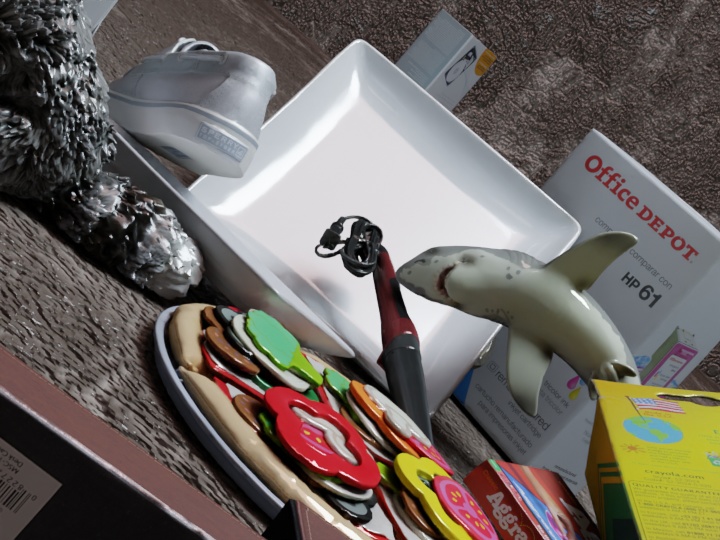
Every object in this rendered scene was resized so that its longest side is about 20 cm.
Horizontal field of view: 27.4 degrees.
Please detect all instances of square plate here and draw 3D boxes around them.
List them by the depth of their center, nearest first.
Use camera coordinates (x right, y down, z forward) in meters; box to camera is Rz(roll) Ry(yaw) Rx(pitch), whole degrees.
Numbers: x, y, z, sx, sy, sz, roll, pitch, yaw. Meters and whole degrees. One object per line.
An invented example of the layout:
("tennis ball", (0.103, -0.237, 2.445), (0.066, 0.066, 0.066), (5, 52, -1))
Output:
("square plate", (0.016, -0.029, 0.926), (0.198, 0.028, 0.200), (41, 53, 4))

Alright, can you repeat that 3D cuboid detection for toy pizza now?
("toy pizza", (-0.006, 0.076, 0.653), (0.200, 0.032, 0.200), (38, 11, -9))

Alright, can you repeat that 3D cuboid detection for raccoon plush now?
("raccoon plush", (-0.122, -0.097, 0.674), (0.200, 0.134, 0.097), (35, 11, -30))

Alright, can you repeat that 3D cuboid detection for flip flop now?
("flip flop", (0.000, 0.000, 0.956), (0.200, 0.058, 0.081), (27, 54, -7))

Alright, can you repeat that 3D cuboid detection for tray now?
("tray", (-0.089, -0.025, 0.769), (0.200, 0.022, 0.107), (43, 1, 29))

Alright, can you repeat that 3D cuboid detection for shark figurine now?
("shark figurine", (0.127, 0.055, 0.872), (0.215, 0.128, 0.090), (59, 5, -10))

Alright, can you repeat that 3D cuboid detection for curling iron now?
("curling iron", (0.013, 0.041, 0.818), (0.049, 0.026, 0.200), (11, 40, -26))

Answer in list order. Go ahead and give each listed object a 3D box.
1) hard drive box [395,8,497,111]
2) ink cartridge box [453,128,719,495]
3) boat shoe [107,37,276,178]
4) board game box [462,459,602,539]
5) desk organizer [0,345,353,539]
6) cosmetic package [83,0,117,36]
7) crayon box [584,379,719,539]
("hard drive box", (0.118, -0.319, 2.459), (0.077, 0.200, 0.156), (45, 11, 18))
("ink cartridge box", (0.152, 0.027, 0.999), (0.085, 0.200, 0.145), (31, 13, -51))
("boat shoe", (-0.103, -0.101, 0.856), (0.072, 0.069, 0.200), (31, -5, -20))
("board game box", (0.128, 0.176, 0.696), (0.200, 0.019, 0.103), (55, 13, 24))
("desk organizer", (-0.056, 0.075, 0.351), (0.200, 0.072, 0.077), (39, 7, -14))
("cosmetic package", (-0.226, -0.188, 0.770), (0.200, 0.108, 0.085), (37, 9, -32))
("crayon box", (0.184, 0.119, 0.739), (0.127, 0.051, 0.200), (7, 19, 0))
